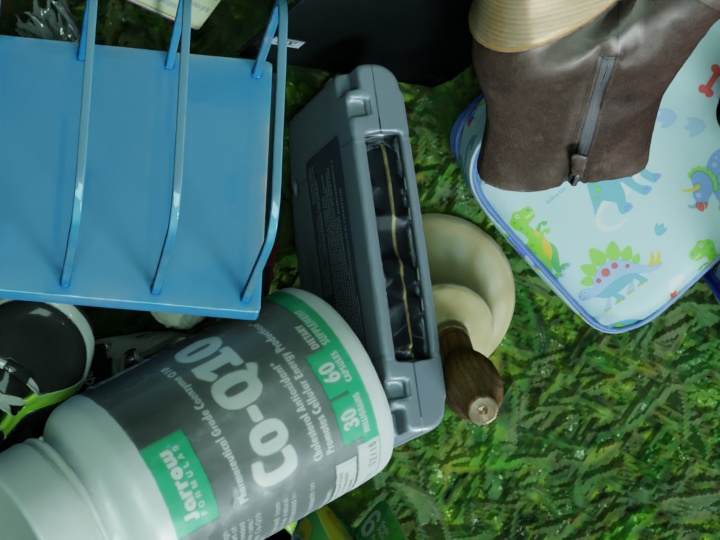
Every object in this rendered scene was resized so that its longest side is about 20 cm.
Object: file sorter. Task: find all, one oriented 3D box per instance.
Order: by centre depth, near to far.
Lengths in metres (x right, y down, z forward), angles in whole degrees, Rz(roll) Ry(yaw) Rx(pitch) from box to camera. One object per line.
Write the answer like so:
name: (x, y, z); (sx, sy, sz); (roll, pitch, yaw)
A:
file sorter: (-0.139, -0.068, 1.309); (0.199, 0.123, 0.139); (5, 70, -8)

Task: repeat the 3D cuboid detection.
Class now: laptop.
laptop: (0.039, -0.203, 1.429); (0.177, 0.103, 0.201); (4, 94, -51)

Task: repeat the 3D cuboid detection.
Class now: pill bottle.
pill bottle: (-0.092, 0.099, 1.370); (0.200, 0.113, 0.113); (-28, 110, -25)

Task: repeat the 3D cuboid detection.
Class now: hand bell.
hand bell: (0.053, 0.043, 1.469); (0.104, 0.200, 0.105); (-2, 106, -7)

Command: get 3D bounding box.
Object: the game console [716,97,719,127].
game console: (0.301, -0.144, 1.489); (0.199, 0.176, 0.116); (20, 137, -22)

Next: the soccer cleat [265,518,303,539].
soccer cleat: (-0.049, 0.123, 1.512); (0.068, 0.081, 0.200); (45, 67, -21)

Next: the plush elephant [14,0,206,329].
plush elephant: (-0.178, -0.029, 1.441); (0.155, 0.165, 0.200); (-31, 102, 6)

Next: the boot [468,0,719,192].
boot: (0.155, -0.124, 1.415); (0.199, 0.073, 0.167); (-8, 135, -6)

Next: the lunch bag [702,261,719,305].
lunch bag: (0.296, 0.049, 1.501); (0.124, 0.200, 0.170); (-40, 107, 10)

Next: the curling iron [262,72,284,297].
curling iron: (-0.049, -0.012, 1.491); (0.049, 0.026, 0.201); (7, 74, -39)

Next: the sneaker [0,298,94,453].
sneaker: (-0.204, 0.095, 1.378); (0.072, 0.083, 0.200); (32, 112, -19)

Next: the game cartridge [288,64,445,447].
game cartridge: (0.000, 0.000, 1.463); (0.041, 0.133, 0.201); (-4, 80, -22)

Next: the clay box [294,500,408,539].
clay box: (-0.053, 0.216, 1.548); (0.048, 0.115, 0.200); (40, 97, -26)

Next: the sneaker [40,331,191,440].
sneaker: (-0.141, 0.065, 1.469); (0.199, 0.088, 0.074); (-11, 81, -33)

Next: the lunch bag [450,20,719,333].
lunch bag: (0.161, -0.080, 1.510); (0.200, 0.082, 0.161); (-42, 108, 5)

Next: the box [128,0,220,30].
box: (-0.106, -0.260, 1.370); (0.176, 0.097, 0.200); (41, 99, 21)
